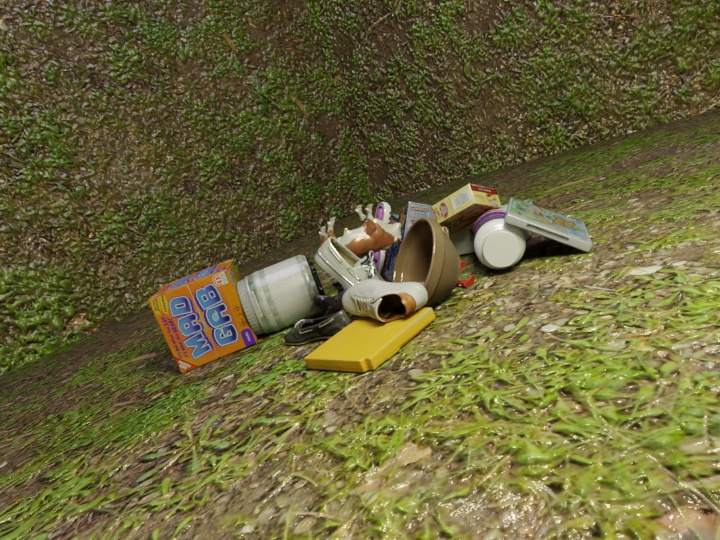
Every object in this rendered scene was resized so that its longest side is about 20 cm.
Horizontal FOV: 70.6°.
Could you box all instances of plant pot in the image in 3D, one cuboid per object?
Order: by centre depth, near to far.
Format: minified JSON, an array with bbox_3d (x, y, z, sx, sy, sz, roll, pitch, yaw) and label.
[{"bbox_3d":[0.146,-0.002,1.066,0.092,0.203,0.201,15,2,-16],"label":"plant pot"}]

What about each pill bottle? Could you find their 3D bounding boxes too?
[{"bbox_3d":[0.313,-0.070,1.158,0.112,0.113,0.200,-17,11,16],"label":"pill bottle"}]

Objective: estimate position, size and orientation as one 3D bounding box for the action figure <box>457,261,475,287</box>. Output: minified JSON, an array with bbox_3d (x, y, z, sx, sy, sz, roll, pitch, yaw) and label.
[{"bbox_3d":[0.205,-0.014,1.187,0.099,0.065,0.200,-43,19,-17],"label":"action figure"}]

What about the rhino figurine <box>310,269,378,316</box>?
[{"bbox_3d":[-0.033,0.059,1.243,0.199,0.088,0.060,-25,-16,-17],"label":"rhino figurine"}]

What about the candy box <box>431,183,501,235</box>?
[{"bbox_3d":[0.236,-0.142,1.276,0.115,0.056,0.199,2,-21,-42],"label":"candy box"}]

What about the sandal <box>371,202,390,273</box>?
[{"bbox_3d":[0.032,-0.076,1.308,0.049,0.205,0.082,10,-3,-22],"label":"sandal"}]

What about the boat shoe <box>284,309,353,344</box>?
[{"bbox_3d":[-0.096,0.121,1.112,0.199,0.057,0.067,-12,15,37],"label":"boat shoe"}]

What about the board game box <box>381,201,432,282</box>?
[{"bbox_3d":[0.110,-0.070,1.233,0.061,0.202,0.200,9,13,-13],"label":"board game box"}]

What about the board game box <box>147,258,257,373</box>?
[{"bbox_3d":[-0.394,0.109,1.322,0.198,0.201,0.200,-22,12,-6],"label":"board game box"}]

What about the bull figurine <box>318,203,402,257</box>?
[{"bbox_3d":[0.001,-0.078,1.141,0.199,0.122,0.065,-27,21,-7],"label":"bull figurine"}]

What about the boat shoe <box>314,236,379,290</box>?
[{"bbox_3d":[0.003,-0.002,1.078,0.086,0.202,0.075,-53,-5,27],"label":"boat shoe"}]

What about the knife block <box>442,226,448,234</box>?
[{"bbox_3d":[0.136,-0.043,1.325,0.174,0.065,0.200,-11,-11,-3],"label":"knife block"}]

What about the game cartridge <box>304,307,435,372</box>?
[{"bbox_3d":[0.018,0.129,0.956,0.175,0.033,0.200,-8,19,47],"label":"game cartridge"}]

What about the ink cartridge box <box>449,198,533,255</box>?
[{"bbox_3d":[0.356,-0.115,1.370,0.199,0.085,0.145,-11,14,37],"label":"ink cartridge box"}]

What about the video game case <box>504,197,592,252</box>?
[{"bbox_3d":[0.413,-0.107,1.128,0.181,0.022,0.200,22,23,11],"label":"video game case"}]

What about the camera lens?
[{"bbox_3d":[-0.197,0.061,1.306,0.199,0.161,0.160,-21,11,-6],"label":"camera lens"}]

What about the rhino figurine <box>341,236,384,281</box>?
[{"bbox_3d":[0.000,0.000,1.201,0.087,0.201,0.060,-15,-27,-24],"label":"rhino figurine"}]

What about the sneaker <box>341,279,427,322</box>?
[{"bbox_3d":[0.026,0.061,0.987,0.199,0.073,0.084,-10,15,40],"label":"sneaker"}]

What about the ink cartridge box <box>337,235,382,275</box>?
[{"bbox_3d":[0.038,-0.048,1.425,0.198,0.148,0.076,-18,51,6],"label":"ink cartridge box"}]
